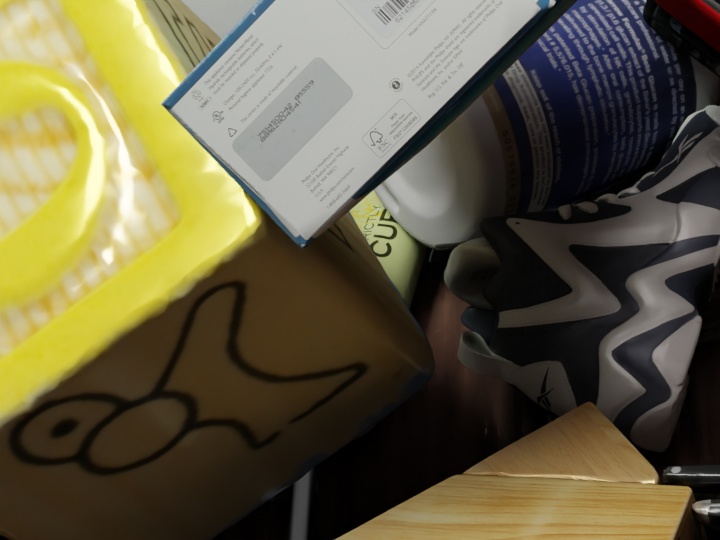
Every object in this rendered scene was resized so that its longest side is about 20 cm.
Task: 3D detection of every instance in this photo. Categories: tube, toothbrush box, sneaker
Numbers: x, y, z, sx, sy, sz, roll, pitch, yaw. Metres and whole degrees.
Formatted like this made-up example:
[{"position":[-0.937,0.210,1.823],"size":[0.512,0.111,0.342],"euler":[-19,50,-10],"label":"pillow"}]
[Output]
[{"position":[0.000,0.000,1.430],"size":[0.058,0.052,0.200],"euler":[21,40,-4],"label":"tube"},{"position":[0.024,-0.106,1.202],"size":[0.146,0.085,0.200],"euler":[-44,-2,22],"label":"toothbrush box"},{"position":[0.102,-0.013,1.350],"size":[0.130,0.080,0.199],"euler":[16,56,7],"label":"sneaker"}]

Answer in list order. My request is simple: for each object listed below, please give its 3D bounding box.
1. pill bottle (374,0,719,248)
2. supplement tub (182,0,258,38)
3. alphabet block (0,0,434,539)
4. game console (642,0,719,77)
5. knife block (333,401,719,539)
[{"position":[0.104,-0.092,1.429],"size":[0.200,0.111,0.111],"euler":[-24,36,-28],"label":"pill bottle"},{"position":[-0.096,-0.186,1.603],"size":[0.144,0.144,0.200],"euler":[-12,32,10],"label":"supplement tub"},{"position":[-0.115,-0.003,1.282],"size":[0.195,0.200,0.196],"euler":[-37,61,6],"label":"alphabet block"},{"position":[0.235,-0.106,1.332],"size":[0.200,0.119,0.172],"euler":[40,62,13],"label":"game console"},{"position":[0.100,0.141,1.199],"size":[0.200,0.064,0.176],"euler":[-27,38,-10],"label":"knife block"}]
